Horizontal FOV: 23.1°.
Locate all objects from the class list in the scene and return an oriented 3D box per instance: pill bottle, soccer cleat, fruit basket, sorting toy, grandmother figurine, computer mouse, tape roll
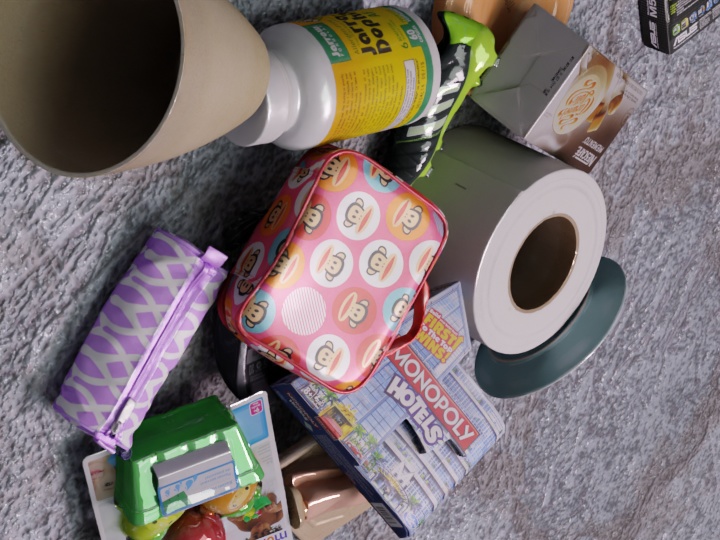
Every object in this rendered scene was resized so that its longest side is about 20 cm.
[{"bbox_3d":[-0.033,-0.168,1.557,0.199,0.113,0.113,-17,124,-40],"label":"pill bottle"},{"bbox_3d":[0.056,-0.159,1.707,0.081,0.068,0.201,27,102,-19],"label":"soccer cleat"},{"bbox_3d":[-0.153,0.227,1.637,0.184,0.094,0.201,-18,115,-19],"label":"fruit basket"},{"bbox_3d":[-0.014,0.195,1.805,0.185,0.037,0.200,-33,147,2],"label":"sorting toy"},{"bbox_3d":[0.009,0.209,1.757,0.199,0.121,0.061,-15,89,-31],"label":"grandmother figurine"},{"bbox_3d":[-0.098,0.030,1.655,0.138,0.053,0.201,-15,116,-52],"label":"computer mouse"},{"bbox_3d":[0.137,-0.032,1.802,0.202,0.139,0.204,-26,130,-36],"label":"tape roll"}]

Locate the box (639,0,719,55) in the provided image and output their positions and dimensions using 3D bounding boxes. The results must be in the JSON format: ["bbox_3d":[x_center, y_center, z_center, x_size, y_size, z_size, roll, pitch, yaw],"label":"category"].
[{"bbox_3d":[0.383,-0.369,1.947,0.200,0.047,0.194,-38,133,-25],"label":"box"}]

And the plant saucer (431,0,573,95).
[{"bbox_3d":[0.151,-0.267,1.764,0.200,0.032,0.201,-25,128,-36],"label":"plant saucer"}]

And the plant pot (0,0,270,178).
[{"bbox_3d":[-0.161,-0.163,1.389,0.200,0.187,0.188,-1,113,-62],"label":"plant pot"}]

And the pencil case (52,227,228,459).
[{"bbox_3d":[-0.192,0.061,1.539,0.084,0.085,0.201,29,86,-24],"label":"pencil case"}]

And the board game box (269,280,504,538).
[{"bbox_3d":[0.052,0.116,1.686,0.200,0.062,0.200,-45,102,-21],"label":"board game box"}]

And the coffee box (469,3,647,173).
[{"bbox_3d":[0.204,-0.180,1.789,0.115,0.080,0.200,-53,155,8],"label":"coffee box"}]

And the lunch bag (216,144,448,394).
[{"bbox_3d":[-0.013,0.004,1.575,0.176,0.082,0.201,34,84,-24],"label":"lunch bag"}]

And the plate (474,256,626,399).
[{"bbox_3d":[0.197,0.053,1.889,0.200,0.200,0.026,-50,115,-14],"label":"plate"}]
